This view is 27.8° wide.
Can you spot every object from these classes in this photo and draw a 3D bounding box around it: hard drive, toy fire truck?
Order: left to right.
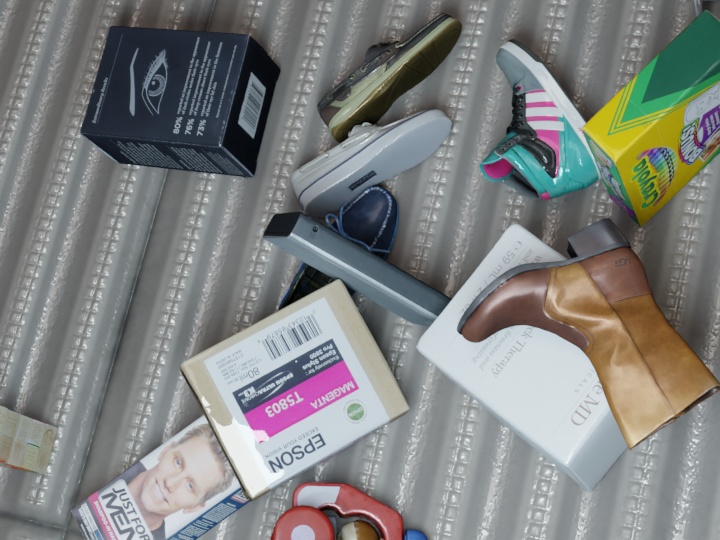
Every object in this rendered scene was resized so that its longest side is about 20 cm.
[{"bbox_3d":[-0.013,0.327,1.526,0.167,0.112,0.201,4,73,-5],"label":"toy fire truck"},{"bbox_3d":[0.000,0.000,1.550,0.199,0.140,0.033,29,83,-14],"label":"hard drive"}]

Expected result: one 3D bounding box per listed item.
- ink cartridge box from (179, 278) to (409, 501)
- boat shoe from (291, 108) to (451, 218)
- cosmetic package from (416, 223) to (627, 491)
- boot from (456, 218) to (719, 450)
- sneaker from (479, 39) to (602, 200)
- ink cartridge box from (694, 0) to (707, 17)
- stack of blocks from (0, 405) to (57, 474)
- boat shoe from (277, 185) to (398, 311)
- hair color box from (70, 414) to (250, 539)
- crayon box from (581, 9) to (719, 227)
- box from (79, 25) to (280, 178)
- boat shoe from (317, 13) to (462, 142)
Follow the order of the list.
[{"bbox_3d":[-0.071,0.128,1.566,0.199,0.075,0.165,-29,84,-11],"label":"ink cartridge box"},{"bbox_3d":[0.009,-0.137,1.686,0.199,0.072,0.066,-34,60,9],"label":"boat shoe"},{"bbox_3d":[0.198,0.091,1.487,0.200,0.166,0.168,37,87,25],"label":"cosmetic package"},{"bbox_3d":[0.211,0.079,1.374,0.188,0.069,0.201,-28,73,-1],"label":"boot"},{"bbox_3d":[0.178,-0.156,1.627,0.120,0.084,0.200,-31,66,-3],"label":"sneaker"},{"bbox_3d":[0.403,-0.376,1.600,0.066,0.116,0.201,-1,73,18],"label":"ink cartridge box"},{"bbox_3d":[-0.451,0.180,1.665,0.115,0.200,0.059,7,75,20],"label":"stack of blocks"},{"bbox_3d":[-0.022,-0.009,1.650,0.084,0.069,0.201,25,82,25],"label":"boat shoe"},{"bbox_3d":[-0.216,0.257,1.634,0.200,0.061,0.100,-36,65,4],"label":"hair color box"},{"bbox_3d":[0.323,-0.151,1.504,0.173,0.200,0.058,-45,64,1],"label":"crayon box"},{"bbox_3d":[-0.218,-0.206,1.766,0.199,0.104,0.149,8,75,22],"label":"box"},{"bbox_3d":[0.030,-0.238,1.707,0.200,0.073,0.065,-41,69,3],"label":"boat shoe"}]
